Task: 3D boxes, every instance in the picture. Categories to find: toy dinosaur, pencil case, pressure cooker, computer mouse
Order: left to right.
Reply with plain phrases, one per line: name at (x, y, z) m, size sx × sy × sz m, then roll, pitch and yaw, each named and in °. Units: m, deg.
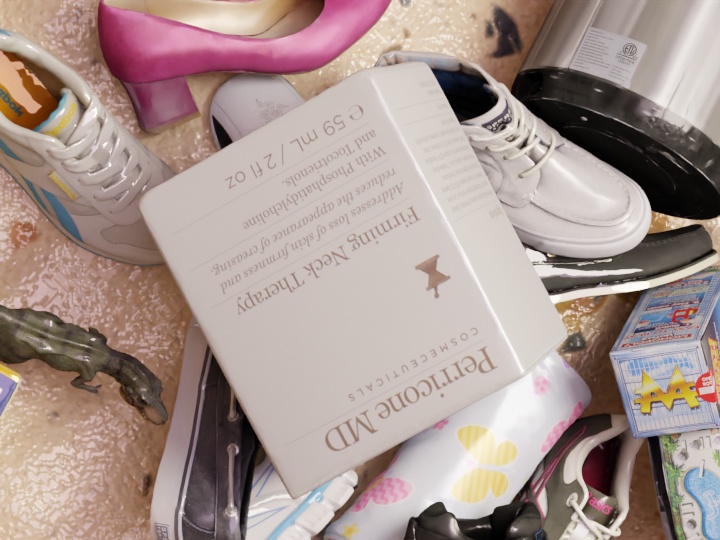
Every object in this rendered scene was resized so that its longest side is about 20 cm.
toy dinosaur at (-0.210, 0.041, 1.458) m, size 0.199 × 0.088 × 0.048 m, roll 22°, pitch 79°, yaw -14°
computer mouse at (-0.034, -0.040, 1.545) m, size 0.109 × 0.044 × 0.201 m, roll -31°, pitch 95°, yaw -17°
pencil case at (0.062, 0.127, 1.532) m, size 0.083 × 0.091 × 0.200 m, roll 44°, pitch 72°, yaw -14°
pressure cooker at (0.213, -0.155, 1.565) m, size 0.175 × 0.179 × 0.201 m, roll 29°, pitch 78°, yaw -10°

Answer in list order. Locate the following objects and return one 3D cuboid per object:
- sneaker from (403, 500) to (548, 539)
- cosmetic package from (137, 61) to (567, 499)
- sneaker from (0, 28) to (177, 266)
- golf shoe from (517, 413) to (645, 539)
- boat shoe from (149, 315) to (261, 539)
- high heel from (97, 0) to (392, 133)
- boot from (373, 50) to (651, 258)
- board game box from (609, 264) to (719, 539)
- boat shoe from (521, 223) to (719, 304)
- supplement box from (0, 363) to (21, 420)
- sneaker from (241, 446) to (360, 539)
sneaker at (0.113, 0.205, 1.453) m, size 0.198 × 0.077 × 0.112 m, roll 17°, pitch 95°, yaw -6°
cosmetic package at (0.000, 0.000, 1.427) m, size 0.167 × 0.166 × 0.201 m, roll -29°, pitch 89°, yaw 15°
sneaker at (-0.179, -0.073, 1.483) m, size 0.200 × 0.081 × 0.077 m, roll 38°, pitch 74°, yaw -12°
golf shoe at (0.123, 0.176, 1.529) m, size 0.077 × 0.088 × 0.201 m, roll 32°, pitch 60°, yaw -16°
boat shoe at (-0.078, 0.085, 1.475) m, size 0.067 × 0.072 × 0.201 m, roll 3°, pitch 55°, yaw 12°
high heel at (-0.073, -0.171, 1.520) m, size 0.199 × 0.067 × 0.096 m, roll -24°, pitch 127°, yaw -8°
boot at (0.093, -0.077, 1.520) m, size 0.199 × 0.096 × 0.074 m, roll 21°, pitch 69°, yaw 15°
board game box at (0.215, 0.098, 1.532) m, size 0.061 × 0.200 × 0.202 m, roll -9°, pitch 87°, yaw 17°
boat shoe at (0.146, -0.009, 1.583) m, size 0.200 × 0.074 × 0.064 m, roll -10°, pitch 91°, yaw -14°
supplement box at (-0.320, 0.066, 1.409) m, size 0.199 × 0.109 × 0.110 m, roll 30°, pitch 77°, yaw -13°
sneaker at (-0.095, 0.177, 1.499) m, size 0.087 × 0.075 × 0.200 m, roll 44°, pitch 66°, yaw -3°
